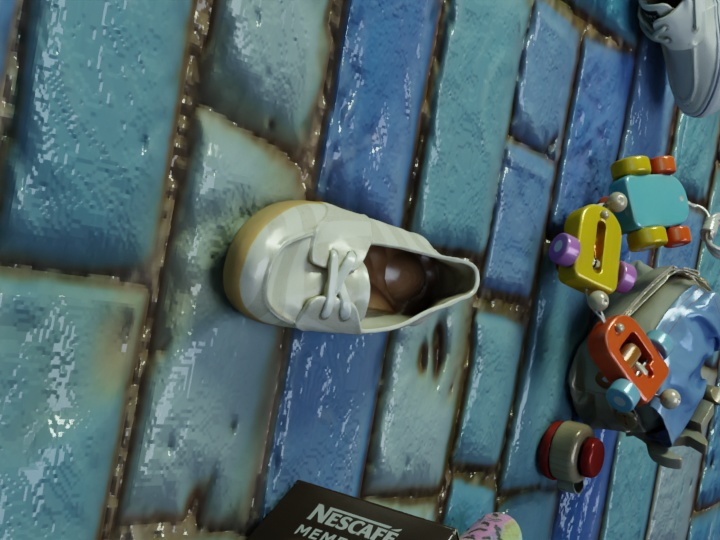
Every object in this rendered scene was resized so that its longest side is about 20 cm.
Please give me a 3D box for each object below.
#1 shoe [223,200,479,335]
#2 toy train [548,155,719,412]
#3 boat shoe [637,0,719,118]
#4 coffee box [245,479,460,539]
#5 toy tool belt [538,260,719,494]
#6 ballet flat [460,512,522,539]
[{"bbox_3d":[0.000,0.000,0.784,0.200,0.053,0.070,3,96,-56],"label":"shoe"},{"bbox_3d":[0.203,0.007,1.053,0.150,0.056,0.200,48,55,-14],"label":"toy train"},{"bbox_3d":[0.247,-0.209,1.097,0.070,0.071,0.201,-21,124,-21],"label":"boat shoe"},{"bbox_3d":[-0.037,0.213,0.734,0.200,0.113,0.080,-46,134,-41],"label":"coffee box"},{"bbox_3d":[0.231,0.089,1.091,0.200,0.122,0.125,-58,141,-29],"label":"toy tool belt"},{"bbox_3d":[0.049,0.243,0.924,0.071,0.069,0.201,38,66,-32],"label":"ballet flat"}]
